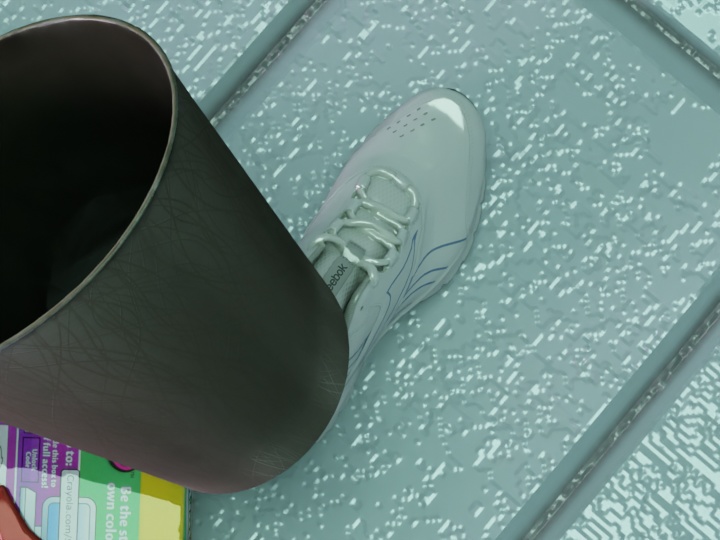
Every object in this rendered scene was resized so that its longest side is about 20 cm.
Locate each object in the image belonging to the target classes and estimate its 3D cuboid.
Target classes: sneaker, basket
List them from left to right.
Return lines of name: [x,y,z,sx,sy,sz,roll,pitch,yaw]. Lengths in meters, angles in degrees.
basket: [-0.100,0.010,1.067,0.180,0.200,0.136,-34,54,11]
sneaker: [0.000,0.000,1.196,0.074,0.087,0.201,30,81,6]

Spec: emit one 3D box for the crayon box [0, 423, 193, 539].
crayon box: [-0.164,0.090,1.196,0.171,0.058,0.201,2,81,-1]

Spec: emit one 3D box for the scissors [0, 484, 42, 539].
scissors: [-0.166,0.098,1.159,0.073,0.014,0.201,-11,81,0]
